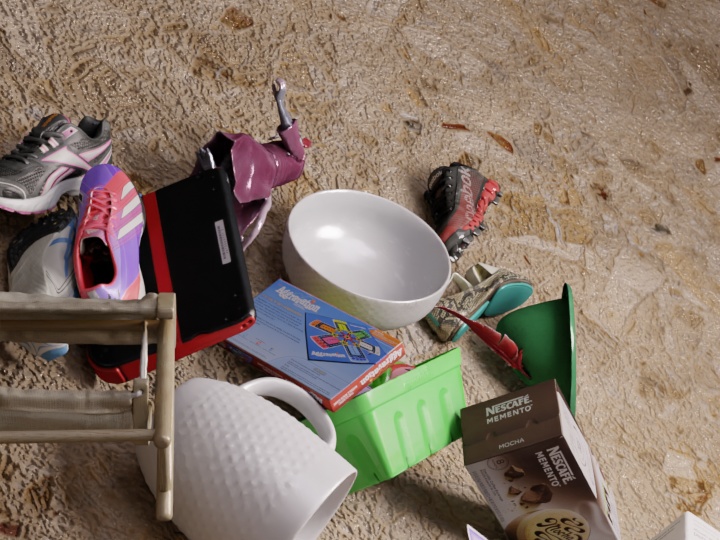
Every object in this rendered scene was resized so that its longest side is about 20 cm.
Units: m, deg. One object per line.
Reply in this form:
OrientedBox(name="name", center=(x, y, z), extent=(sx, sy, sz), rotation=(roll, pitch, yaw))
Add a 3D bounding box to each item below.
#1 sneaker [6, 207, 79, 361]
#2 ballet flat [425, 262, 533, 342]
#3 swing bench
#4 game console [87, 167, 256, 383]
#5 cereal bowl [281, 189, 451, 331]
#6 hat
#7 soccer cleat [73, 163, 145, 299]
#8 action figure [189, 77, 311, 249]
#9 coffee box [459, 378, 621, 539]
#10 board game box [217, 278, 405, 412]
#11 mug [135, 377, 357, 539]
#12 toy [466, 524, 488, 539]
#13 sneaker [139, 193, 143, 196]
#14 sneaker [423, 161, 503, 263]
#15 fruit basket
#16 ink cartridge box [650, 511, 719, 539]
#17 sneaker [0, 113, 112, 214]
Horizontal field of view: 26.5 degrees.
OrientedBox(name="sneaker", center=(-0.304, 0.010, 1.487), extent=(0.201, 0.071, 0.073), rotation=(-93, 160, -53))
OrientedBox(name="ballet flat", center=(0.144, 0.029, 1.912), extent=(0.075, 0.068, 0.199), rotation=(45, 37, 16))
OrientedBox(name="swing bench", center=(-0.256, 0.096, 1.300), extent=(0.196, 0.131, 0.202), rotation=(0, 52, -7))
OrientedBox(name="game console", center=(-0.196, 0.004, 1.509), extent=(0.031, 0.175, 0.202), rotation=(61, 11, -54))
OrientedBox(name="cereal bowl", center=(0.000, 0.000, 1.756), extent=(0.197, 0.084, 0.201), rotation=(14, 37, -11))
OrientedBox(name="hat", center=(0.173, 0.094, 1.871), extent=(0.173, 0.203, 0.166), rotation=(-2, 26, 3))
OrientedBox(name="soccer cleat", center=(-0.250, -0.036, 1.490), extent=(0.073, 0.067, 0.202), rotation=(61, 15, -53))
OrientedBox(name="action figure", center=(-0.107, -0.119, 1.753), extent=(0.149, 0.134, 0.199), rotation=(50, 38, 10))
OrientedBox(name="coffee box", center=(0.193, 0.221, 1.631), extent=(0.080, 0.112, 0.201), rotation=(-91, 157, -48))
OrientedBox(name="board game box", center=(-0.056, 0.073, 1.562), extent=(0.103, 0.020, 0.199), rotation=(-38, 40, -25))
OrientedBox(name="mug", center=(-0.101, 0.176, 1.424), extent=(0.175, 0.148, 0.200), rotation=(38, 44, 11))
OrientedBox(name="toy", center=(0.185, 0.341, 1.579), extent=(0.199, 0.047, 0.116), rotation=(37, 31, -41))
OrientedBox(name="sneaker", center=(-0.197, -0.001, 1.590), extent=(0.082, 0.071, 0.201), rotation=(7, 45, -32))
OrientedBox(name="sneaker", center=(0.121, -0.082, 1.999), extent=(0.098, 0.071, 0.201), rotation=(39, 32, -5))
OrientedBox(name="fruit basket", center=(-0.003, 0.118, 1.610), extent=(0.214, 0.155, 0.218), rotation=(27, 50, -38))
OrientedBox(name="ink cartridge box", center=(0.402, 0.402, 1.751), extent=(0.145, 0.084, 0.201), rotation=(34, 35, -14))
OrientedBox(name="sneaker", center=(-0.325, -0.116, 1.552), extent=(0.079, 0.088, 0.200), rotation=(15, 18, 23))
